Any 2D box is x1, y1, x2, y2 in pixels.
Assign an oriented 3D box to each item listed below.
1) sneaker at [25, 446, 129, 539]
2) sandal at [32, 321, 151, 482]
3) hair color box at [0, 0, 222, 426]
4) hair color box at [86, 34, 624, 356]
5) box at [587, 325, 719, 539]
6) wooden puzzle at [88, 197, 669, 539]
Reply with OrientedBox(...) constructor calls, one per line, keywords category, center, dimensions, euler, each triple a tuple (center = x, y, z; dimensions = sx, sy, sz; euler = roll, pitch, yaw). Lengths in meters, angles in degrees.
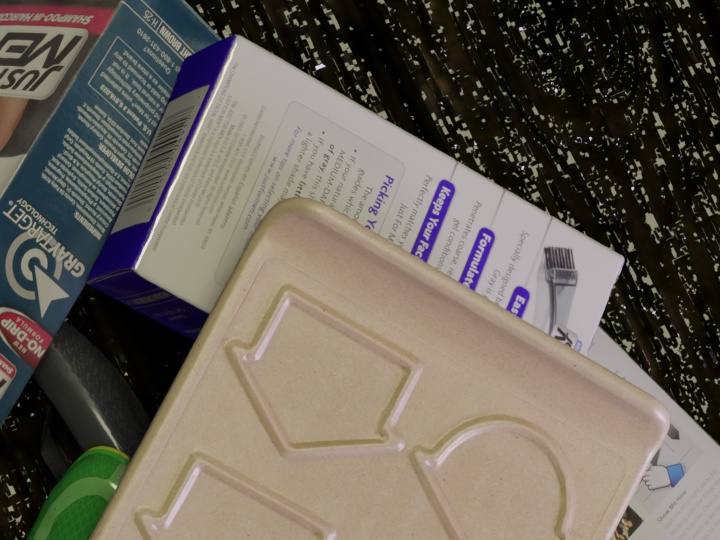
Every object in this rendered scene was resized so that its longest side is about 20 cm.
OrientedBox(category="sneaker", center=(-0.131, 0.166, 1.065), dimensions=(0.074, 0.084, 0.201), euler=(26, 90, 14))
OrientedBox(category="sandal", center=(-0.093, 0.107, 1.130), dimensions=(0.043, 0.076, 0.201), euler=(-32, 83, 7))
OrientedBox(category="hair color box", center=(-0.150, -0.034, 1.130), dimensions=(0.061, 0.100, 0.201), euler=(44, 65, -36))
OrientedBox(category="hair color box", center=(0.000, 0.000, 1.121), dimensions=(0.199, 0.065, 0.110), euler=(29, 74, -18))
OrientedBox(category="box", center=(0.079, 0.097, 1.192), dimensions=(0.200, 0.036, 0.144), euler=(46, 70, 0))
OrientedBox(category="wooden puzzle", center=(-0.002, 0.098, 1.058), dimensions=(0.185, 0.046, 0.201), euler=(30, 89, -13))
